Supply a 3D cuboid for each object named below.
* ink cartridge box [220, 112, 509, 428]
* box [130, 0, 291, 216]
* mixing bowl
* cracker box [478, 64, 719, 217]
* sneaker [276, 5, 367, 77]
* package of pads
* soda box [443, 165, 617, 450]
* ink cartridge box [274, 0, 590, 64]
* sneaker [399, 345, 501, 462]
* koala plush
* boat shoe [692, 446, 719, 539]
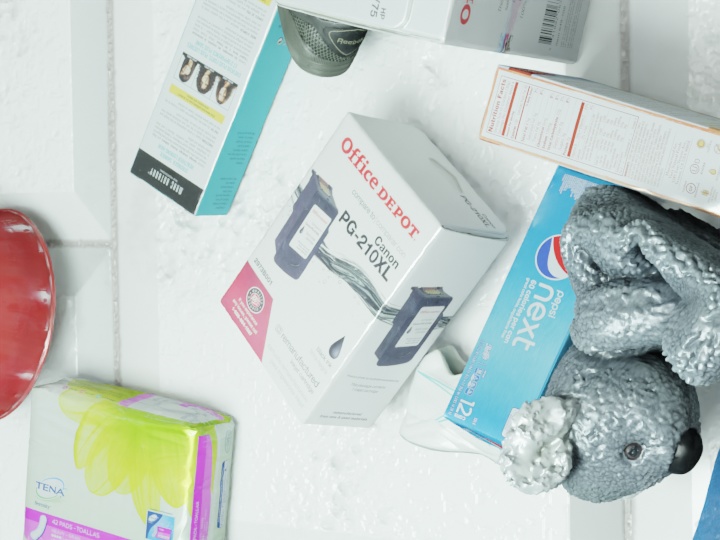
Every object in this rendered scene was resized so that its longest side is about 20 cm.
[{"bbox_3d":[0.000,0.000,1.275,0.200,0.084,0.145,-55,52,23],"label":"ink cartridge box"},{"bbox_3d":[-0.117,-0.152,1.380,0.082,0.049,0.200,33,109,27],"label":"box"},{"bbox_3d":[-0.378,0.036,1.497,0.200,0.108,0.201,-9,77,45],"label":"mixing bowl"},{"bbox_3d":[0.200,-0.086,1.127,0.200,0.134,0.058,22,104,31],"label":"cracker box"},{"bbox_3d":[-0.037,-0.263,1.284,0.114,0.076,0.200,-48,56,50],"label":"sneaker"},{"bbox_3d":[-0.207,0.182,1.443,0.199,0.068,0.155,9,98,32],"label":"package of pads"},{"bbox_3d":[0.137,0.033,1.174,0.064,0.068,0.200,22,82,30],"label":"soda box"},{"bbox_3d":[0.064,-0.237,1.168,0.146,0.200,0.147,18,102,31],"label":"ink cartridge box"},{"bbox_3d":[0.117,0.107,1.228,0.200,0.070,0.081,12,96,33],"label":"sneaker"},{"bbox_3d":[0.181,0.066,1.081,0.184,0.177,0.200,36,109,34],"label":"koala plush"},{"bbox_3d":[0.274,0.156,1.127,0.084,0.069,0.200,34,98,39],"label":"boat shoe"}]
